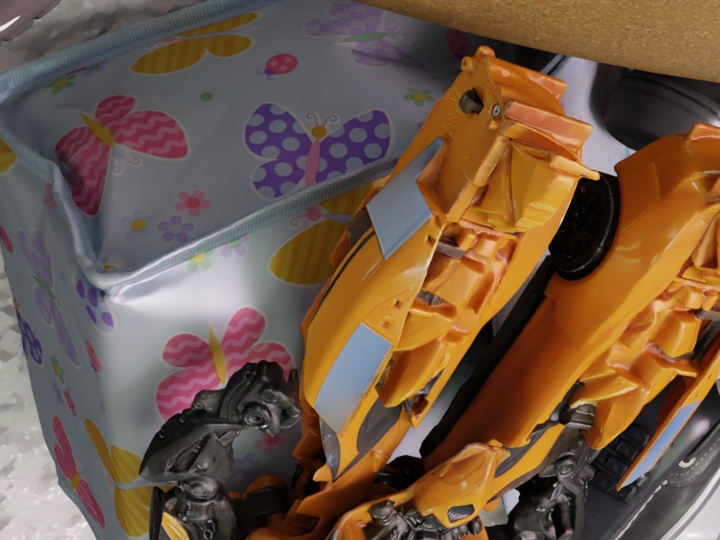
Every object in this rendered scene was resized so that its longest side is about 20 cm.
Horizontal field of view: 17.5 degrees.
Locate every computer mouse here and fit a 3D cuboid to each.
[{"bbox_3d":[0.059,0.097,0.820,0.034,0.059,0.200,41,109,3],"label":"computer mouse"}]

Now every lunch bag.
[{"bbox_3d":[0.000,0.000,0.723,0.200,0.127,0.170,-22,136,-20],"label":"lunch bag"}]

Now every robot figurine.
[{"bbox_3d":[0.027,0.038,0.641,0.145,0.058,0.200,13,123,-30],"label":"robot figurine"}]

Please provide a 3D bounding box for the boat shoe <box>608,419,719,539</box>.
[{"bbox_3d":[0.121,0.041,0.850,0.066,0.070,0.200,28,114,-30],"label":"boat shoe"}]

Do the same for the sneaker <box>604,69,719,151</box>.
[{"bbox_3d":[0.160,-0.067,0.742,0.200,0.060,0.104,16,95,-44],"label":"sneaker"}]

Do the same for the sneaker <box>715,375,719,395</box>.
[{"bbox_3d":[0.182,0.027,0.775,0.099,0.070,0.200,-31,134,20],"label":"sneaker"}]

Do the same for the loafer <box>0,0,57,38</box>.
[{"bbox_3d":[-0.138,-0.075,0.584,0.200,0.073,0.071,-45,122,-26],"label":"loafer"}]

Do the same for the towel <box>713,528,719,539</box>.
[{"bbox_3d":[0.128,0.185,0.907,0.200,0.034,0.133,-66,156,-9],"label":"towel"}]

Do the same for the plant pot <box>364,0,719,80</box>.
[{"bbox_3d":[0.088,-0.129,0.618,0.200,0.187,0.187,-4,132,-1],"label":"plant pot"}]
